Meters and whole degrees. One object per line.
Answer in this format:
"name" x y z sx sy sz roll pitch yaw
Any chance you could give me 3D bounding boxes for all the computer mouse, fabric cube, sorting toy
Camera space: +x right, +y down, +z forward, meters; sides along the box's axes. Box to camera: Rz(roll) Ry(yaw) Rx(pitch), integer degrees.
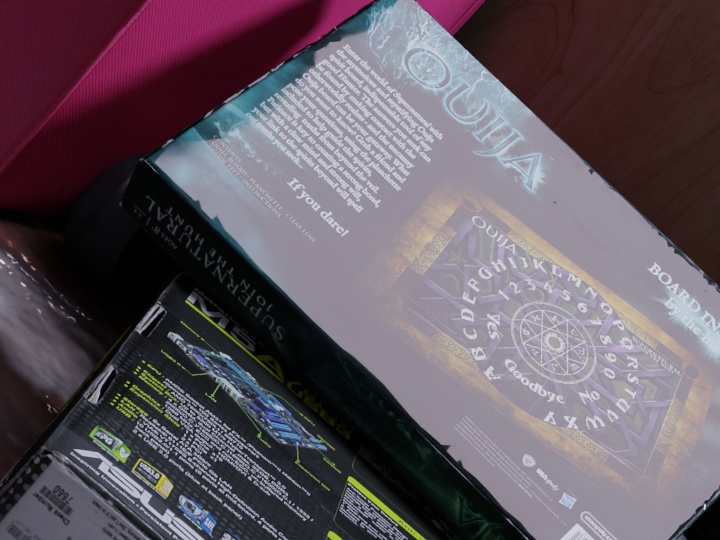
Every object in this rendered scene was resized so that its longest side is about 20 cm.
"computer mouse" -0.050 -0.016 0.902 0.034 0.059 0.200 41 11 20
"fabric cube" -0.084 -0.146 0.907 0.200 0.196 0.199 49 17 21
"sorting toy" 0.111 -0.027 0.971 0.199 0.200 0.070 54 30 17

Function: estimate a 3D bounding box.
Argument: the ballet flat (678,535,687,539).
"ballet flat" 0.089 0.117 0.870 0.200 0.073 0.073 47 14 8

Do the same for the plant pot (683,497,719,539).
"plant pot" 0.234 0.115 0.931 0.200 0.200 0.177 52 5 31

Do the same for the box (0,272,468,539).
"box" -0.006 0.099 0.706 0.200 0.048 0.193 41 12 -5

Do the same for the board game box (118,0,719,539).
"board game box" 0.038 0.008 0.804 0.200 0.028 0.135 45 51 10
